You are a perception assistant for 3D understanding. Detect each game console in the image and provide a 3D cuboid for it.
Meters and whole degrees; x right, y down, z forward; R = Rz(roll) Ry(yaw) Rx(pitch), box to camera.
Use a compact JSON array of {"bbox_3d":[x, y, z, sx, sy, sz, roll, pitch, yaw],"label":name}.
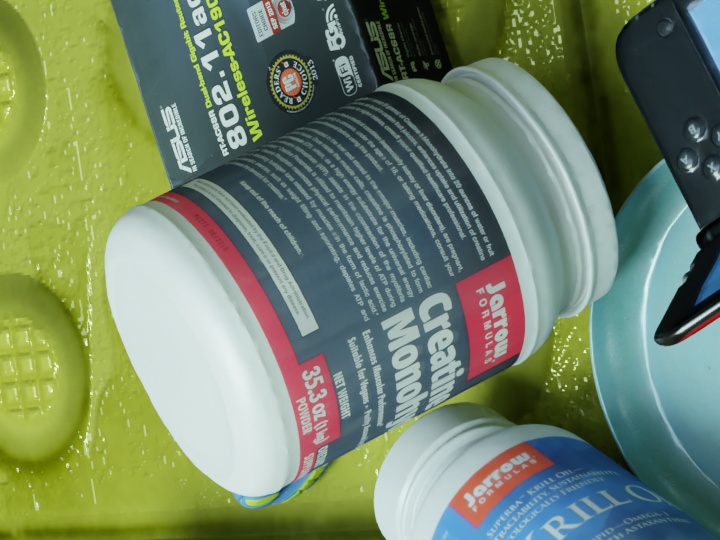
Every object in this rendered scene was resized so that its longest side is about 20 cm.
[{"bbox_3d":[0.187,-0.086,1.177,0.200,0.119,0.173,-36,67,28],"label":"game console"}]

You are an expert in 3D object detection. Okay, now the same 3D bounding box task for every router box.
[{"bbox_3d":[-0.053,-0.152,1.419,0.150,0.062,0.200,-24,81,41],"label":"router box"}]

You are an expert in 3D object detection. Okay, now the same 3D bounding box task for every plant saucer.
[{"bbox_3d":[0.191,0.033,1.277,0.200,0.027,0.200,7,100,40],"label":"plant saucer"}]

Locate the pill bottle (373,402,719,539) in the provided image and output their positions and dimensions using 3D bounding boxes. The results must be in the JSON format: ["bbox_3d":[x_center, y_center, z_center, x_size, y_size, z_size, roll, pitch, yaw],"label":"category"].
[{"bbox_3d":[0.091,0.138,1.303,0.200,0.112,0.112,35,118,49],"label":"pill bottle"}]

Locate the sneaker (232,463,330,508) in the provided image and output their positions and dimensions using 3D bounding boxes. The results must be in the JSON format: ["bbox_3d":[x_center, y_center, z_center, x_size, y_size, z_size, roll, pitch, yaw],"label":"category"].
[{"bbox_3d":[-0.026,0.032,1.430,0.083,0.071,0.200,47,125,21],"label":"sneaker"}]

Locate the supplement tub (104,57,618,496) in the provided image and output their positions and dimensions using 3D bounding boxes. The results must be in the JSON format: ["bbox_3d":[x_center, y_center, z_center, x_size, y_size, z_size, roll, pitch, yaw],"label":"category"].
[{"bbox_3d":[0.000,0.000,1.283,0.140,0.200,0.140,50,156,32],"label":"supplement tub"}]
